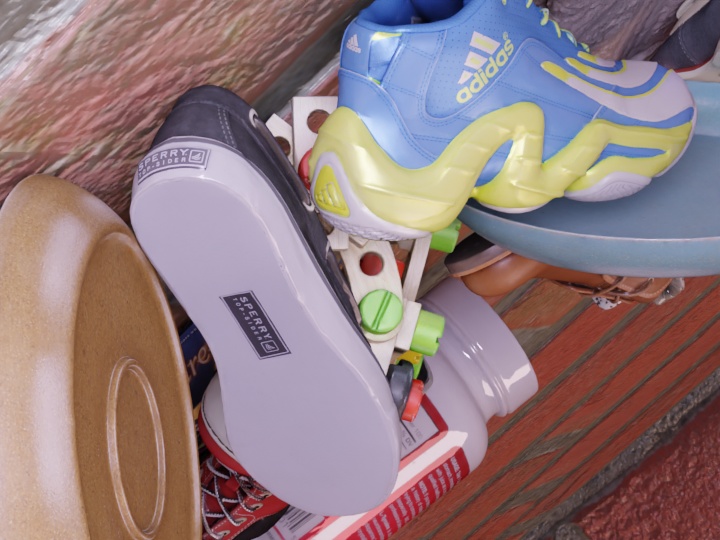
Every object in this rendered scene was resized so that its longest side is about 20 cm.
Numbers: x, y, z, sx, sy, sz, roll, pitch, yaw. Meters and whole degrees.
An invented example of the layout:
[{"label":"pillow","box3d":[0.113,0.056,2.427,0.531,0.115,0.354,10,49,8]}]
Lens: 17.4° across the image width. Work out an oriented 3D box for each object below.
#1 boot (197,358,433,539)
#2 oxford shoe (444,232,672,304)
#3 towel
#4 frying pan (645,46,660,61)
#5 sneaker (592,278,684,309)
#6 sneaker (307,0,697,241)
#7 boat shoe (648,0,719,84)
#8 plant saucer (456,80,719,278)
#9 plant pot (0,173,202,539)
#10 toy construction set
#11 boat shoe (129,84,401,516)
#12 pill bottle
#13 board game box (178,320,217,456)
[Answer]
[{"label":"boot","box3d":[-0.054,0.094,1.131,0.144,0.072,0.200,-42,171,18]},{"label":"oxford shoe","box3d":[0.118,-0.013,1.137,0.071,0.071,0.200,-19,-179,44]},{"label":"towel","box3d":[0.122,-0.131,1.087,0.133,0.034,0.200,-36,167,-18]},{"label":"frying pan","box3d":[0.159,-0.108,1.295,0.190,0.031,0.115,-26,162,-37]},{"label":"sneaker","box3d":[0.115,-0.026,1.226,0.077,0.089,0.200,-37,151,31]},{"label":"sneaker","box3d":[0.065,-0.079,0.922,0.200,0.076,0.105,-20,122,-42]},{"label":"boat shoe","box3d":[0.180,-0.110,1.104,0.200,0.071,0.063,130,-25,-78]},{"label":"plant saucer","box3d":[0.125,-0.039,0.999,0.200,0.200,0.027,-27,123,-44]},{"label":"plant pot","box3d":[-0.088,0.064,0.825,0.027,0.200,0.200,-6,172,10]},{"label":"toy construction set","box3d":[0.000,0.000,1.009,0.200,0.092,0.131,57,48,-77]},{"label":"boat shoe","box3d":[-0.029,0.015,0.898,0.069,0.057,0.200,-7,134,18]},{"label":"pill bottle","box3d":[-0.002,0.095,1.336,0.200,0.112,0.112,-37,167,-11]},{"label":"board game box","box3d":[-0.093,0.078,1.195,0.200,0.035,0.135,-43,167,16]}]
